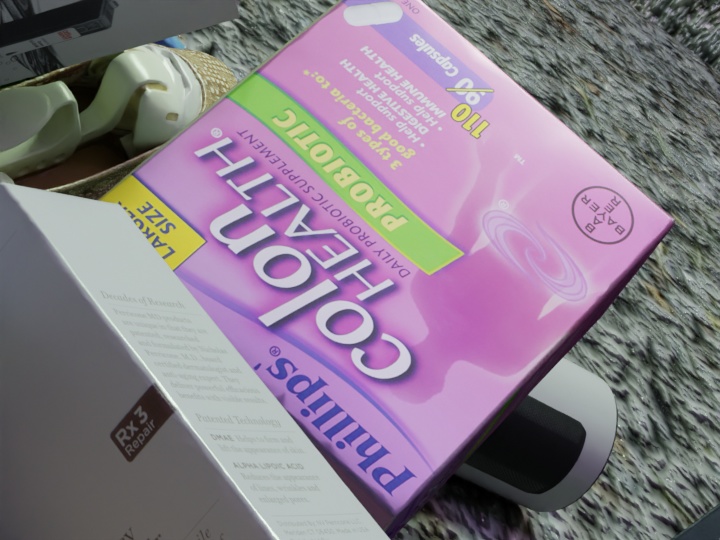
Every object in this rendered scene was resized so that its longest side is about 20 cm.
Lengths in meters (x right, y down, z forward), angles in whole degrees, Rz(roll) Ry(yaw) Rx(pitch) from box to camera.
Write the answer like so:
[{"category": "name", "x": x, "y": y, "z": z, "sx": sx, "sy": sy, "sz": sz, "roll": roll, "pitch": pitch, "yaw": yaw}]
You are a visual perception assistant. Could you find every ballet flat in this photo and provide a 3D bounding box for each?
[{"category": "ballet flat", "x": -0.120, "y": -0.061, "z": 0.825, "sx": 0.200, "sy": 0.065, "sz": 0.071, "roll": -30, "pitch": 76, "yaw": -37}]

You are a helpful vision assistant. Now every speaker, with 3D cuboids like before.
[{"category": "speaker", "x": 0.031, "y": 0.050, "z": 0.961, "sx": 0.200, "sy": 0.081, "sz": 0.081, "roll": 28, "pitch": 21, "yaw": -31}]

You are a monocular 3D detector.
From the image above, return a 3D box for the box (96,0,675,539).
[{"category": "box", "x": 0.000, "y": 0.000, "z": 0.831, "sx": 0.176, "sy": 0.097, "sz": 0.200, "roll": 42, "pitch": 60, "yaw": 9}]

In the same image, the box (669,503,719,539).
[{"category": "box", "x": 0.178, "y": 0.212, "z": 0.821, "sx": 0.200, "sy": 0.104, "sz": 0.148, "roll": 45, "pitch": 19, "yaw": 16}]

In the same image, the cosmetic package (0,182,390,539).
[{"category": "cosmetic package", "x": -0.080, "y": 0.073, "z": 0.667, "sx": 0.200, "sy": 0.102, "sz": 0.074, "roll": 47, "pitch": 19, "yaw": 26}]

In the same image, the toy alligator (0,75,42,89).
[{"category": "toy alligator", "x": -0.177, "y": -0.083, "z": 0.876, "sx": 0.200, "sy": 0.059, "sz": 0.054, "roll": 57, "pitch": -26, "yaw": -9}]

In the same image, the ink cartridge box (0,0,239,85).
[{"category": "ink cartridge box", "x": -0.161, "y": -0.152, "z": 0.766, "sx": 0.084, "sy": 0.200, "sz": 0.144, "roll": 85, "pitch": -11, "yaw": -73}]

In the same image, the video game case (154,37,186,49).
[{"category": "video game case", "x": -0.170, "y": -0.168, "z": 0.918, "sx": 0.181, "sy": 0.045, "sz": 0.200, "roll": 50, "pitch": 4, "yaw": 12}]
